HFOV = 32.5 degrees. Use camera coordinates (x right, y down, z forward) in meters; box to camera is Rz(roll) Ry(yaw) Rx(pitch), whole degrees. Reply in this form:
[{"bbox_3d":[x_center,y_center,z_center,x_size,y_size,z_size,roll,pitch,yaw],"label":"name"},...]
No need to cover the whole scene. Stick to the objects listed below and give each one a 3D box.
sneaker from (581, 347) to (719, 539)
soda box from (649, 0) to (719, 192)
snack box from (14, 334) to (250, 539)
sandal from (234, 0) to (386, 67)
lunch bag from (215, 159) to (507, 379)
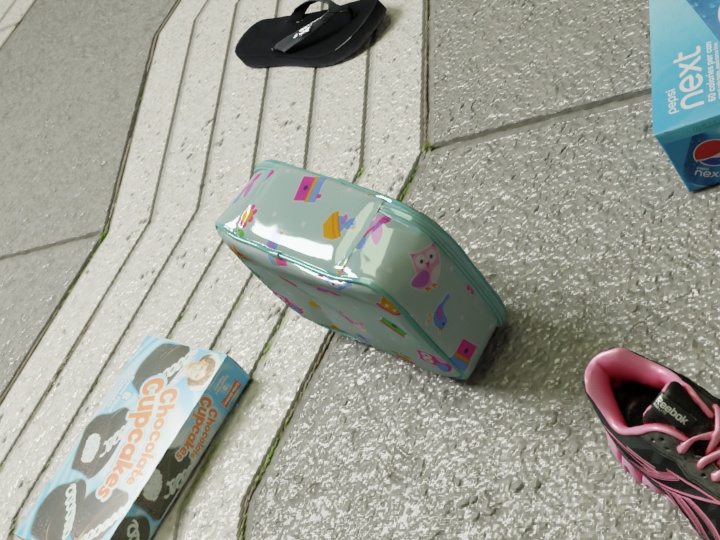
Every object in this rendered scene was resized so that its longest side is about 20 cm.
[{"bbox_3d":[0.191,0.103,0.669,0.079,0.095,0.200,-46,39,-7],"label":"sneaker"},{"bbox_3d":[0.252,-0.156,0.892,0.068,0.064,0.200,-18,44,29],"label":"soda box"},{"bbox_3d":[-0.185,0.150,1.005,0.116,0.037,0.200,9,60,45],"label":"snack box"},{"bbox_3d":[-0.061,-0.247,1.276,0.200,0.043,0.076,-3,52,40],"label":"sandal"},{"bbox_3d":[0.000,0.000,0.891,0.200,0.160,0.077,21,74,44],"label":"lunch bag"}]
